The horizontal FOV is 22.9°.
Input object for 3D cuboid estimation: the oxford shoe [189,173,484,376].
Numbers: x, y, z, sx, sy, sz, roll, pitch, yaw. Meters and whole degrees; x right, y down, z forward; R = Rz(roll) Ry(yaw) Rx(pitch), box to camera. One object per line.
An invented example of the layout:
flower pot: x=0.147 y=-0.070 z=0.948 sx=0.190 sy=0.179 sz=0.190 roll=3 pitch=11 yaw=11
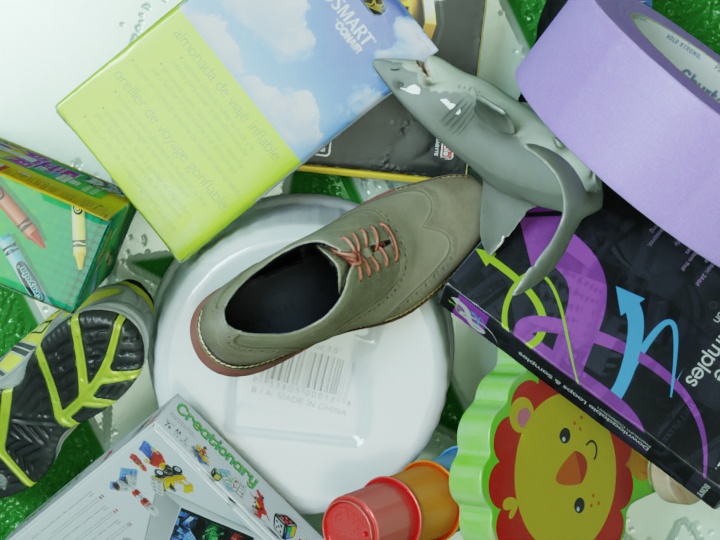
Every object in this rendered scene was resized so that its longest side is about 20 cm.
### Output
oxford shoe: x=0.000 y=0.000 z=1.014 sx=0.200 sy=0.075 sz=0.071 roll=-31 pitch=87 yaw=-18

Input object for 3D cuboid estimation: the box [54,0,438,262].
box: x=-0.067 y=-0.114 z=1.066 sx=0.200 sy=0.048 sz=0.122 roll=-39 pitch=97 yaw=3

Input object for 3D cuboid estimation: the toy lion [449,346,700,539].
toy lion: x=0.127 y=0.090 z=1.084 sx=0.191 sy=0.069 sz=0.200 roll=-13 pitch=99 yaw=-41

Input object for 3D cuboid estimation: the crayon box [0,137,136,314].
crayon box: x=-0.200 y=-0.034 z=1.043 sx=0.119 sy=0.200 sz=0.058 roll=23 pitch=95 yaw=-4

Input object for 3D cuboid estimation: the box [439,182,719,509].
box: x=0.168 y=0.021 z=1.031 sx=0.200 sy=0.036 sz=0.143 roll=37 pitch=71 yaw=9

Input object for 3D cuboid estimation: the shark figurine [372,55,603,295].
shark figurine: x=0.089 y=-0.043 z=0.983 sx=0.128 sy=0.215 sz=0.090 roll=16 pitch=109 yaw=-30

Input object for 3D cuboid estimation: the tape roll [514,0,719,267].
tape roll: x=0.183 y=-0.074 z=0.977 sx=0.200 sy=0.200 sz=0.066 roll=35 pitch=109 yaw=-6

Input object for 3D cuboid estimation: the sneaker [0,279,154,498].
sneaker: x=-0.198 y=0.077 z=1.119 sx=0.200 sy=0.076 sz=0.075 roll=-32 pitch=104 yaw=26

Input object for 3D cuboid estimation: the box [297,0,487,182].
box: x=-0.002 y=-0.159 z=1.111 sx=0.159 sy=0.049 sz=0.200 roll=7 pitch=97 yaw=-1

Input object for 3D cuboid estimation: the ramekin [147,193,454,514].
ramekin: x=-0.037 y=0.055 z=1.111 sx=0.200 sy=0.098 sz=0.201 roll=0 pitch=97 yaw=-1

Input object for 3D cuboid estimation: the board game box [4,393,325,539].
board game box: x=-0.128 y=0.171 z=1.099 sx=0.126 sy=0.035 sz=0.200 roll=46 pitch=130 yaw=-7

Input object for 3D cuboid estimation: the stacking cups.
stacking cups: x=0.050 y=0.133 z=1.080 sx=0.060 sy=0.200 sz=0.061 roll=5 pitch=98 yaw=40

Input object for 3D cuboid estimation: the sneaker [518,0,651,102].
sneaker: x=0.134 y=-0.108 z=1.116 sx=0.070 sy=0.078 sz=0.200 roll=14 pitch=118 yaw=-6
